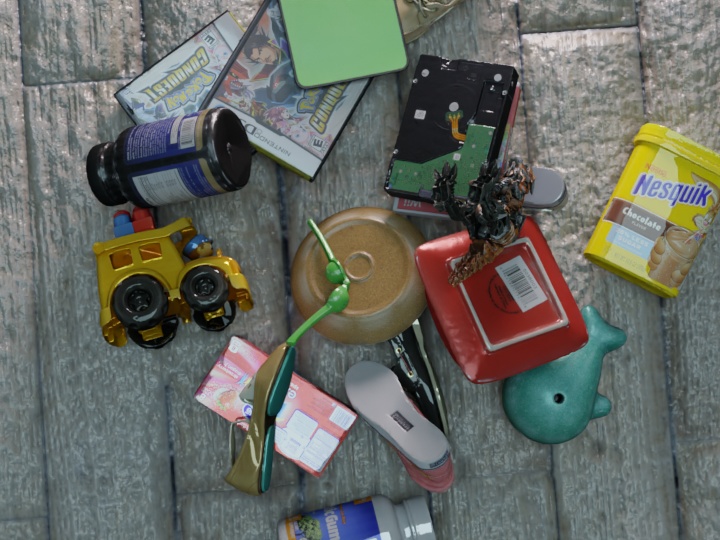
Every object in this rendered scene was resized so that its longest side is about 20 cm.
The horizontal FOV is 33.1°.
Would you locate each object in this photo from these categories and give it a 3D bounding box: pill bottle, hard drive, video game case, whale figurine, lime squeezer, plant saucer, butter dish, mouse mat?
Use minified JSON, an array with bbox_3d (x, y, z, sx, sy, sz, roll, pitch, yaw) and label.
[{"bbox_3d":[-0.003,0.362,1.611,0.200,0.112,0.112,-14,88,-4],"label":"pill bottle"},{"bbox_3d":[0.123,-0.186,1.629,0.139,0.038,0.200,11,79,23],"label":"hard drive"},{"bbox_3d":[-0.254,-0.143,1.593,0.200,0.112,0.112,-9,87,21],"label":"pill bottle"},{"bbox_3d":[0.132,-0.166,1.650,0.143,0.017,0.200,8,79,22],"label":"video game case"},{"bbox_3d":[0.280,0.142,1.639,0.159,0.104,0.200,41,86,0],"label":"whale figurine"},{"bbox_3d":[-0.047,0.018,1.591,0.070,0.038,0.200,-3,54,14],"label":"lime squeezer"},{"bbox_3d":[0.000,0.000,1.634,0.200,0.035,0.201,-3,69,9],"label":"plant saucer"},{"bbox_3d":[-0.094,-0.250,1.648,0.181,0.026,0.200,30,81,-3],"label":"video game case"},{"bbox_3d":[0.167,0.054,1.604,0.199,0.148,0.200,-17,74,-25],"label":"butter dish"},{"bbox_3d":[-0.207,-0.229,1.673,0.200,0.026,0.181,-37,90,-4],"label":"video game case"},{"bbox_3d":[-0.029,-0.353,1.645,0.161,0.008,0.200,-12,85,-7],"label":"mouse mat"}]

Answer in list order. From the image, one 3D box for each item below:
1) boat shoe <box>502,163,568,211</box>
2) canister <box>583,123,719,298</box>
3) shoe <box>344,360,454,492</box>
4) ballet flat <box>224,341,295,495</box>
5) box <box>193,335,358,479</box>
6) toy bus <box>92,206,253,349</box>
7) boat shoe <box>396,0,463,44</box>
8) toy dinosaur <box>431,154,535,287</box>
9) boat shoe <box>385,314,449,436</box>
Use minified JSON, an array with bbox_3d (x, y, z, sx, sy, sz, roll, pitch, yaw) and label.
[{"bbox_3d":[0.190,-0.119,1.664,0.200,0.070,0.071,11,79,23],"label":"boat shoe"},{"bbox_3d":[0.412,-0.079,1.666,0.148,0.087,0.200,26,88,-1],"label":"canister"},{"bbox_3d":[0.051,0.209,1.602,0.071,0.091,0.200,-34,50,-15],"label":"shoe"},{"bbox_3d":[-0.133,0.185,1.544,0.063,0.069,0.200,11,86,12],"label":"ballet flat"},{"bbox_3d":[-0.112,0.181,1.623,0.200,0.095,0.103,32,86,-1],"label":"box"},{"bbox_3d":[-0.259,-0.007,1.620,0.200,0.136,0.192,-14,72,-5],"label":"toy bus"},{"bbox_3d":[0.094,-0.377,1.675,0.200,0.065,0.072,-32,89,-3],"label":"boat shoe"},{"bbox_3d":[0.163,-0.070,1.524,0.102,0.200,0.136,-17,132,30],"label":"toy dinosaur"},{"bbox_3d":[0.071,0.134,1.647,0.063,0.074,0.202,-20,85,2],"label":"boat shoe"}]
